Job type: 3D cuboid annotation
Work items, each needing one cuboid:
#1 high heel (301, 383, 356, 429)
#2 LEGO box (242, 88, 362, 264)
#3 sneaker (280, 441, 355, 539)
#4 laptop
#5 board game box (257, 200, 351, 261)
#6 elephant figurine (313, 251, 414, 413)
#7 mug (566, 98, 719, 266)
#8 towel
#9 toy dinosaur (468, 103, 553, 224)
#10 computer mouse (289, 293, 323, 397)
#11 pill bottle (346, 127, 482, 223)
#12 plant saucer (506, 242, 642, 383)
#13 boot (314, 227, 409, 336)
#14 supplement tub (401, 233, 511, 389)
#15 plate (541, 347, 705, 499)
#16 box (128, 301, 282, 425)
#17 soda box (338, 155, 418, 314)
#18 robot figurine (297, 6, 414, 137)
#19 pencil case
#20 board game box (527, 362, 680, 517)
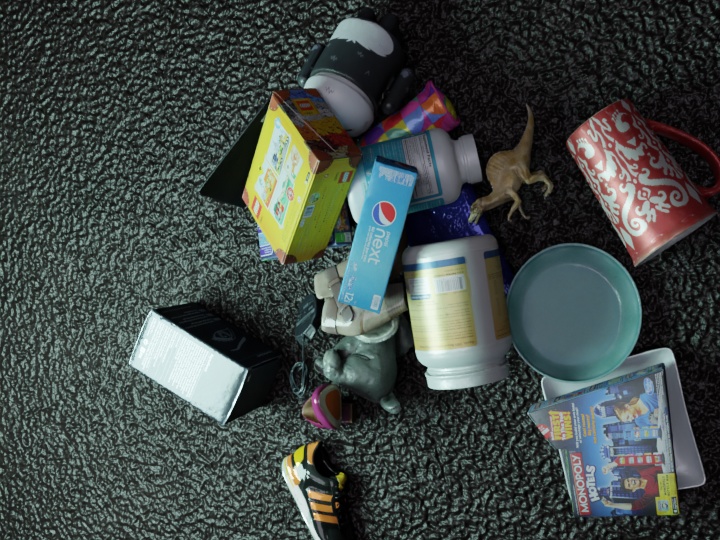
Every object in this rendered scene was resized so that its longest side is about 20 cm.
[{"bbox_3d":[-0.071,0.216,1.399,0.094,0.200,0.069,-2,70,12],"label":"high heel"},{"bbox_3d":[-0.090,-0.135,1.307,0.150,0.076,0.202,56,140,31],"label":"LEGO box"},{"bbox_3d":[-0.049,0.375,1.465,0.089,0.070,0.202,-36,79,20],"label":"sneaker"},{"bbox_3d":[-0.167,-0.200,1.401,0.103,0.201,0.178,34,107,-26],"label":"laptop"},{"bbox_3d":[-0.097,-0.095,1.427,0.198,0.034,0.139,-8,88,48],"label":"board game box"},{"bbox_3d":[0.020,0.090,1.406,0.153,0.141,0.203,28,85,-14],"label":"elephant figurine"},{"bbox_3d":[0.401,-0.133,1.275,0.202,0.175,0.134,58,144,12],"label":"mug"},{"bbox_3d":[0.147,-0.026,1.393,0.146,0.049,0.203,-28,83,24],"label":"towel"},{"bbox_3d":[0.237,-0.146,1.331,0.100,0.058,0.202,32,84,-5],"label":"toy dinosaur"},{"bbox_3d":[-0.080,0.118,1.425,0.034,0.203,0.058,30,132,-26],"label":"computer mouse"},{"bbox_3d":[0.076,-0.142,1.319,0.195,0.111,0.113,-13,89,5],"label":"pill bottle"},{"bbox_3d":[0.311,0.063,1.325,0.195,0.036,0.205,-1,82,8],"label":"plant saucer"},{"bbox_3d":[0.000,0.000,1.362,0.143,0.070,0.204,-12,59,20],"label":"boot"},{"bbox_3d":[0.141,0.058,1.297,0.141,0.144,0.205,-8,91,19],"label":"supplement tub"},{"bbox_3d":[0.385,0.231,1.328,0.196,0.032,0.204,-16,88,19],"label":"plate"},{"bbox_3d":[-0.252,0.148,1.483,0.198,0.148,0.106,29,101,16],"label":"box"},{"bbox_3d":[0.024,-0.051,1.249,0.063,0.068,0.204,16,103,-1],"label":"soda box"},{"bbox_3d":[-0.007,-0.299,1.373,0.124,0.149,0.203,37,71,-26],"label":"robot figurine"},{"bbox_3d":[0.057,-0.204,1.394,0.198,0.088,0.089,-33,82,17],"label":"pencil case"},{"bbox_3d":[0.346,0.244,1.294,0.195,0.061,0.205,-6,91,21],"label":"board game box"}]
